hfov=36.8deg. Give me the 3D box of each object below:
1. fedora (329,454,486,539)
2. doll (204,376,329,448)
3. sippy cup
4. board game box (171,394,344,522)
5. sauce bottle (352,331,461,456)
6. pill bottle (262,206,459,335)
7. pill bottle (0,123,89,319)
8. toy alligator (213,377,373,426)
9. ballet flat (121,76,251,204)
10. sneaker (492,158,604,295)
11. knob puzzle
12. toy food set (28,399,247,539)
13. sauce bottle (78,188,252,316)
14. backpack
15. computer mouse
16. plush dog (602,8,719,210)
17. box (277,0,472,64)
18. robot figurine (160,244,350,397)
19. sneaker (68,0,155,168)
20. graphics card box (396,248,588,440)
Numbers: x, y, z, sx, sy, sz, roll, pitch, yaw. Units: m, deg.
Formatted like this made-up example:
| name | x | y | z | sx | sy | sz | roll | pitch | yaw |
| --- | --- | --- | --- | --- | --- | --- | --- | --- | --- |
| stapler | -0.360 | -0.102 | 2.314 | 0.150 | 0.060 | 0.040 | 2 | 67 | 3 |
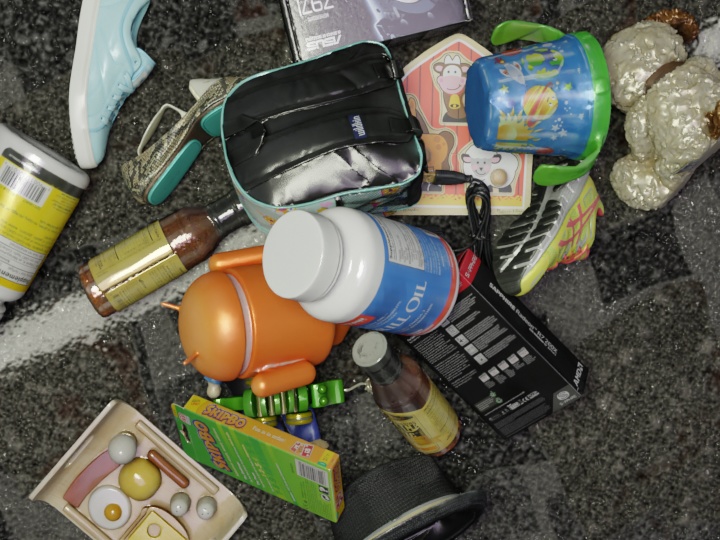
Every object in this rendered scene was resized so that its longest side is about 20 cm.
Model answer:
| name | x | y | z | sx | sy | sz | roll | pitch | yaw |
| --- | --- | --- | --- | --- | --- | --- | --- | --- | --- |
| fedora | 0.037 | 0.267 | 1.193 | 0.198 | 0.201 | 0.092 | -29 | 65 | -3 |
| doll | -0.105 | 0.118 | 1.207 | 0.135 | 0.048 | 0.202 | -27 | 92 | -8 |
| sippy cup | 0.183 | -0.182 | 1.158 | 0.128 | 0.178 | 0.142 | -7 | 116 | -10 |
| board game box | -0.110 | 0.197 | 1.153 | 0.197 | 0.097 | 0.030 | 17 | 48 | 20 |
| sauce bottle | 0.048 | 0.132 | 1.159 | 0.066 | 0.066 | 0.200 | -40 | 136 | -2 |
| pill bottle | 0.000 | 0.000 | 1.069 | 0.198 | 0.111 | 0.114 | 12 | 94 | -47 |
| pill bottle | -0.382 | -0.041 | 1.139 | 0.113 | 0.114 | 0.202 | 31 | 91 | -6 |
| toy alligator | -0.060 | 0.135 | 1.160 | 0.196 | 0.054 | 0.060 | -6 | 90 | -7 |
| ballet flat | -0.184 | -0.161 | 1.178 | 0.200 | 0.068 | 0.075 | -43 | 74 | 0 |
| sneaker | 0.217 | -0.035 | 1.182 | 0.091 | 0.078 | 0.201 | 51 | 55 | -20 |
| knob puzzle | 0.110 | -0.164 | 1.216 | 0.215 | 0.030 | 0.224 | 0 | 94 | -5 |
| toy food set | -0.245 | 0.260 | 1.198 | 0.200 | 0.060 | 0.144 | 42 | 89 | -6 |
| sauce bottle | -0.206 | -0.023 | 1.173 | 0.198 | 0.066 | 0.067 | -28 | 96 | -4 |
| backpack | -0.045 | -0.127 | 1.132 | 0.197 | 0.154 | 0.179 | -13 | 73 | -9 |
| computer mouse | 0.058 | -0.039 | 1.197 | 0.196 | 0.046 | 0.143 | 0 | 108 | -5 |
| plush dog | 0.330 | -0.194 | 1.188 | 0.199 | 0.161 | 0.172 | -40 | 73 | -1 |
| box | 0.004 | -0.323 | 1.168 | 0.196 | 0.086 | 0.167 | -13 | 95 | -4 |
| robot figurine | -0.105 | 0.050 | 1.129 | 0.197 | 0.116 | 0.147 | -8 | 96 | -29 |
| sneaker | -0.264 | -0.208 | 1.159 | 0.080 | 0.074 | 0.204 | 6 | 94 | -2 |
| graphics card box | 0.139 | 0.084 | 1.186 | 0.200 | 0.051 | 0.125 | 44 | 129 | -9 |
